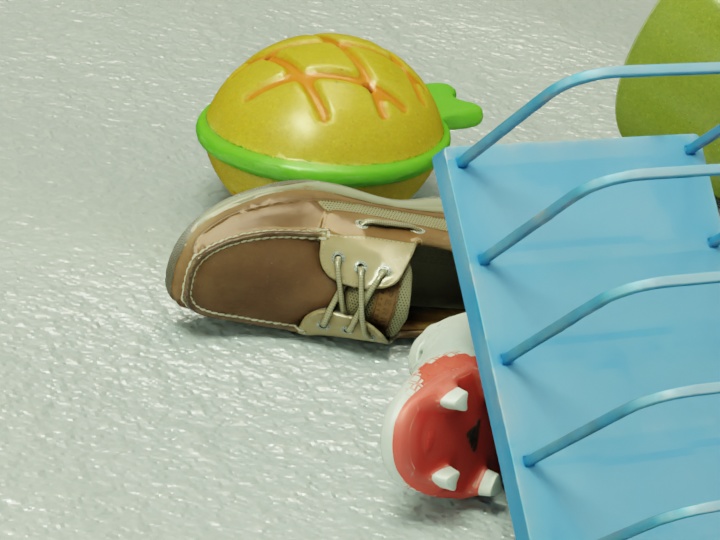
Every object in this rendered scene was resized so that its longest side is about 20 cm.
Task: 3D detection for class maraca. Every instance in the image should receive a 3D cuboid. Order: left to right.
[{"bbox_3d":[-0.011,-0.083,1.390,0.137,0.107,0.200,19,25,20],"label":"maraca"}]

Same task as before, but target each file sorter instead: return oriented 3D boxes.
[{"bbox_3d":[0.137,0.020,1.065,0.138,0.200,0.123,-4,-17,-27],"label":"file sorter"}]

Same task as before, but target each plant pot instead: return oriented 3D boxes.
[{"bbox_3d":[0.288,-0.090,1.481,0.187,0.187,0.200,-15,49,-44],"label":"plant pot"}]

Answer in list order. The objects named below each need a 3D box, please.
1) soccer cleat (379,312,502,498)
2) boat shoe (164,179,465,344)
[{"bbox_3d":[0.049,0.057,1.160,0.085,0.069,0.200,13,19,28],"label":"soccer cleat"},{"bbox_3d":[0.000,0.000,1.253,0.200,0.076,0.072,-4,29,-27],"label":"boat shoe"}]
